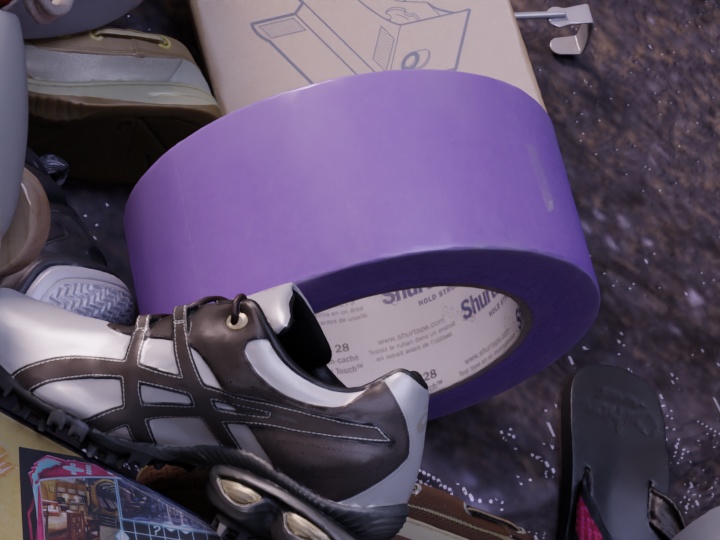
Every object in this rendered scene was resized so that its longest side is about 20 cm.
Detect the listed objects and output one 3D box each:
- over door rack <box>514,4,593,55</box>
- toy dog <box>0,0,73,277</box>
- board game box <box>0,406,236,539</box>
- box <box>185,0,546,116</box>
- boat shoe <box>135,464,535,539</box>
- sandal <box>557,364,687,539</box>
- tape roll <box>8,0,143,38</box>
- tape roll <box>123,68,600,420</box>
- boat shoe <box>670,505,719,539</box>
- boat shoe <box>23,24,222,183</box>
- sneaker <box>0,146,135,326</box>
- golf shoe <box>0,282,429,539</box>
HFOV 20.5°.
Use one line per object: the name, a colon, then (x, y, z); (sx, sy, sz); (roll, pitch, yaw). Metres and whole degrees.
over door rack: (0.035, -0.202, 1.095); (0.198, 0.067, 0.149); (1, 64, -27)
toy dog: (-0.176, -0.081, 0.783); (0.095, 0.132, 0.202); (2, 72, 6)
board game box: (-0.126, 0.136, 0.764); (0.199, 0.035, 0.136); (28, 83, 8)
box: (-0.001, -0.122, 1.005); (0.162, 0.021, 0.202); (-14, 78, -10)
boat shoe: (-0.006, 0.118, 0.898); (0.201, 0.075, 0.075); (24, 31, -12)
sandal: (0.130, 0.131, 0.968); (0.074, 0.045, 0.202); (13, 58, -21)
tape roll: (-0.182, -0.194, 0.935); (0.198, 0.067, 0.201); (13, 39, -11)
tape roll: (0.000, 0.000, 0.876); (0.198, 0.200, 0.086); (0, 64, -28)
boat shoe: (0.133, 0.202, 0.886); (0.068, 0.074, 0.200); (36, 72, -12)
boat shoe: (-0.163, -0.085, 0.927); (0.198, 0.074, 0.067); (6, 47, -27)
sneaker: (-0.202, -0.004, 0.856); (0.198, 0.076, 0.115); (-6, 61, -33)
golf shoe: (-0.062, 0.039, 0.768); (0.199, 0.078, 0.095); (26, 95, 14)
